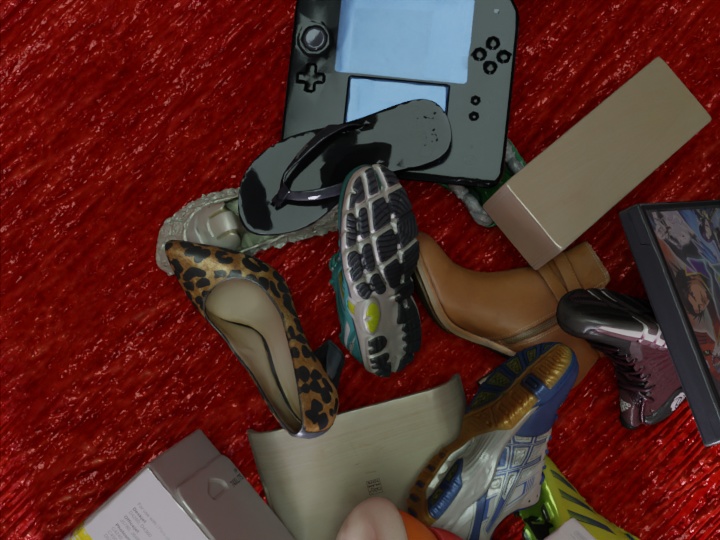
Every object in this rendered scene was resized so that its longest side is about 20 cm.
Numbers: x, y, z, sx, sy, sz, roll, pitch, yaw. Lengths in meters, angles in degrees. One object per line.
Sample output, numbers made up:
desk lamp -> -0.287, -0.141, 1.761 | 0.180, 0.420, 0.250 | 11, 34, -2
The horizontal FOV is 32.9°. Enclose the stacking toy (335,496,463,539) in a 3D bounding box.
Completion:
stacking toy -> 0.079, 0.269, 0.985 | 0.198, 0.146, 0.147 | 13, 86, -20

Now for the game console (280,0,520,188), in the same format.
game console -> 0.035, -0.170, 1.072 | 0.198, 0.031, 0.179 | 6, 84, 5

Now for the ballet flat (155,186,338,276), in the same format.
ballet flat -> -0.096, -0.050, 1.096 | 0.198, 0.072, 0.072 | -19, 86, 0

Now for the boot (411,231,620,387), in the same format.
boot -> 0.140, 0.016, 1.090 | 0.154, 0.074, 0.201 | -35, 97, -2

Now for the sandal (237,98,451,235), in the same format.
sandal -> -0.019, -0.095, 1.041 | 0.199, 0.043, 0.077 | -26, 86, 3

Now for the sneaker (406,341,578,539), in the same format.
sneaker -> 0.128, 0.154, 1.040 | 0.088, 0.075, 0.200 | 37, 95, -20

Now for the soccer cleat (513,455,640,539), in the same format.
soccer cleat -> 0.204, 0.241, 1.085 | 0.083, 0.065, 0.201 | -28, 83, -25

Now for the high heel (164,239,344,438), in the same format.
high heel -> -0.096, 0.055, 1.032 | 0.200, 0.143, 0.071 | 38, 112, -10

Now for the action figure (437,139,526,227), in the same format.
action figure -> 0.096, -0.109, 1.105 | 0.118, 0.055, 0.200 | -40, 88, 1

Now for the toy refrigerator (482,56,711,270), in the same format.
toy refrigerator -> 0.207, -0.094, 1.072 | 0.200, 0.070, 0.076 | -40, 87, -20

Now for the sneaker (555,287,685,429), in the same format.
sneaker -> 0.233, 0.084, 1.046 | 0.199, 0.076, 0.116 | 8, 110, -36

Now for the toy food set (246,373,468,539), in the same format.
toy food set -> 0.011, 0.185, 1.090 | 0.198, 0.060, 0.145 | -15, 98, 1

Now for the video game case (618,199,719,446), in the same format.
video game case -> 0.307, 0.036, 1.034 | 0.025, 0.180, 0.202 | -28, 75, 41

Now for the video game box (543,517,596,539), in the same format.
video game box -> 0.131, 0.315, 0.952 | 0.182, 0.047, 0.201 | -33, 128, -10

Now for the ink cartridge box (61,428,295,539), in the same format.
ink cartridge box -> -0.177, 0.261, 1.017 | 0.200, 0.147, 0.146 | -42, 86, 10

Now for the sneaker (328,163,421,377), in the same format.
sneaker -> 0.000, 0.000, 1.047 | 0.077, 0.079, 0.201 | -24, 127, -31
